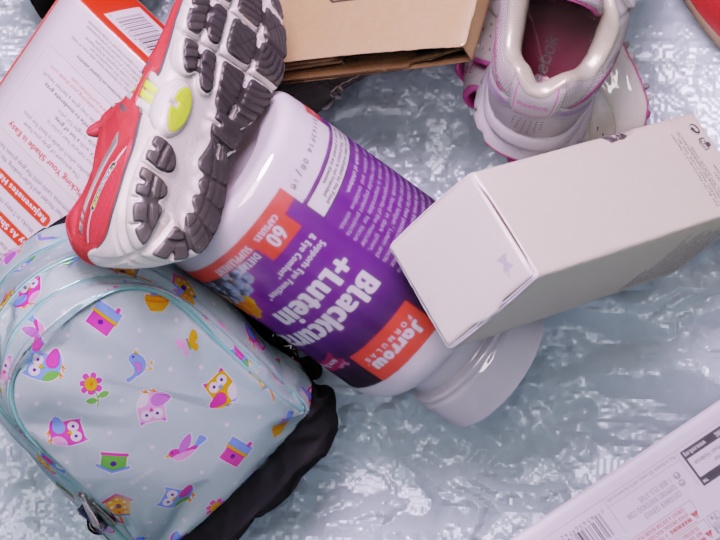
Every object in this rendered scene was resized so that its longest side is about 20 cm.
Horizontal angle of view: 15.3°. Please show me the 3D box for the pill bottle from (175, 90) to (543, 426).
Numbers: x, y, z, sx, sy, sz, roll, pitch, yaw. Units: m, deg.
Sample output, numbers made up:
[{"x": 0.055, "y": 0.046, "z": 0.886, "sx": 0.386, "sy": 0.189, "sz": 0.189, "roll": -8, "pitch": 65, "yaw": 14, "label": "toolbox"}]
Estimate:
[{"x": 0.000, "y": 0.000, "z": 1.475, "sx": 0.200, "sy": 0.111, "sz": 0.111, "roll": 35, "pitch": 87, "yaw": -21, "label": "pill bottle"}]

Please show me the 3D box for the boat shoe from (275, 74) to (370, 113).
[{"x": -0.061, "y": -0.105, "z": 1.569, "sx": 0.200, "sy": 0.067, "sz": 0.057, "roll": -13, "pitch": 115, "yaw": 8, "label": "boat shoe"}]

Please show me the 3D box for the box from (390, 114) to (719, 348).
[{"x": 0.116, "y": -0.023, "z": 1.448, "sx": 0.082, "sy": 0.200, "sz": 0.068, "roll": -42, "pitch": 73, "yaw": 39, "label": "box"}]

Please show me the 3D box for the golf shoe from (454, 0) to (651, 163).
[{"x": 0.084, "y": -0.146, "z": 1.530, "sx": 0.091, "sy": 0.075, "sz": 0.200, "roll": -26, "pitch": 75, "yaw": -17, "label": "golf shoe"}]

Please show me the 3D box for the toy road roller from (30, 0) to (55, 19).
[{"x": -0.166, "y": -0.253, "z": 1.562, "sx": 0.123, "sy": 0.146, "sz": 0.200, "roll": -19, "pitch": 78, "yaw": 5, "label": "toy road roller"}]

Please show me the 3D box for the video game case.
[{"x": 0.191, "y": 0.182, "z": 1.455, "sx": 0.200, "sy": 0.023, "sz": 0.182, "roll": -31, "pitch": 75, "yaw": -21, "label": "video game case"}]

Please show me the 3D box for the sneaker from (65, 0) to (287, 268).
[{"x": -0.105, "y": -0.087, "z": 1.420, "sx": 0.085, "sy": 0.077, "sz": 0.200, "roll": -9, "pitch": 47, "yaw": 41, "label": "sneaker"}]

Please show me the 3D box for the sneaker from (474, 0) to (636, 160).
[{"x": 0.119, "y": -0.160, "z": 1.460, "sx": 0.081, "sy": 0.088, "sz": 0.200, "roll": 13, "pitch": 79, "yaw": -2, "label": "sneaker"}]

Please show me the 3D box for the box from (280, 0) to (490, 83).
[{"x": 0.015, "y": -0.195, "z": 1.520, "sx": 0.163, "sy": 0.021, "sz": 0.200, "roll": -4, "pitch": 55, "yaw": 33, "label": "box"}]

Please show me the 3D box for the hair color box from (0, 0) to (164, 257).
[{"x": -0.172, "y": -0.057, "z": 1.532, "sx": 0.102, "sy": 0.061, "sz": 0.200, "roll": 44, "pitch": 114, "yaw": 11, "label": "hair color box"}]

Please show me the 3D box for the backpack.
[{"x": -0.120, "y": 0.062, "z": 1.474, "sx": 0.167, "sy": 0.127, "sz": 0.200, "roll": -45, "pitch": 117, "yaw": -4, "label": "backpack"}]

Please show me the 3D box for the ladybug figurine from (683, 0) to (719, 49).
[{"x": 0.253, "y": -0.175, "z": 1.517, "sx": 0.136, "sy": 0.072, "sz": 0.200, "roll": -43, "pitch": 77, "yaw": 0, "label": "ladybug figurine"}]
